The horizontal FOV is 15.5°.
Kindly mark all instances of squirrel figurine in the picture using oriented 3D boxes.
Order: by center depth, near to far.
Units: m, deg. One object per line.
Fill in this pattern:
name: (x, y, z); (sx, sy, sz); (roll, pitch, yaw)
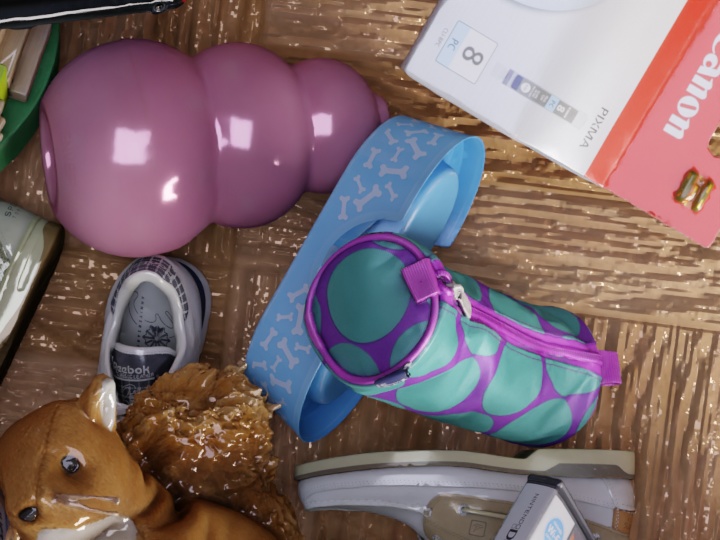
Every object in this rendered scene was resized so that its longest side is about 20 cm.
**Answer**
squirrel figurine: (-0.117, 0.136, 1.450); (0.141, 0.200, 0.187); (-32, 107, 34)

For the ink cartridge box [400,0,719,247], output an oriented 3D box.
ink cartridge box: (0.146, -0.129, 1.461); (0.199, 0.047, 0.161); (31, 95, 3)

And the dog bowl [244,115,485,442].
dog bowl: (0.000, 0.000, 1.523); (0.049, 0.111, 0.201); (31, 92, 17)

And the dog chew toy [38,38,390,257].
dog chew toy: (-0.081, -0.075, 1.521); (0.199, 0.124, 0.125); (-7, 90, -14)

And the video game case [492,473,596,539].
video game case: (0.098, 0.244, 1.459); (0.025, 0.200, 0.181); (7, 52, 38)

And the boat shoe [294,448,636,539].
boat shoe: (0.061, 0.138, 1.535); (0.199, 0.075, 0.069); (0, 85, 2)

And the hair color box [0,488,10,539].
hair color box: (-0.209, 0.173, 1.487); (0.065, 0.109, 0.200); (-32, 121, 7)

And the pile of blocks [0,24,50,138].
pile of blocks: (-0.248, -0.082, 1.453); (0.082, 0.062, 0.200); (41, 74, 7)

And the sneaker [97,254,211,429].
sneaker: (-0.128, 0.090, 1.541); (0.076, 0.081, 0.201); (1, 92, 1)

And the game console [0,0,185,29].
game console: (-0.217, -0.193, 1.487); (0.199, 0.031, 0.177); (-10, 51, -25)

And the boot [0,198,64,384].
boot: (-0.282, 0.031, 1.552); (0.154, 0.072, 0.201); (27, 87, 1)

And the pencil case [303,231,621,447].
pencil case: (0.058, 0.042, 1.474); (0.092, 0.200, 0.086); (-18, 68, 29)

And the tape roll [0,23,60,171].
tape roll: (-0.274, -0.136, 1.532); (0.199, 0.048, 0.202); (2, 74, -6)
